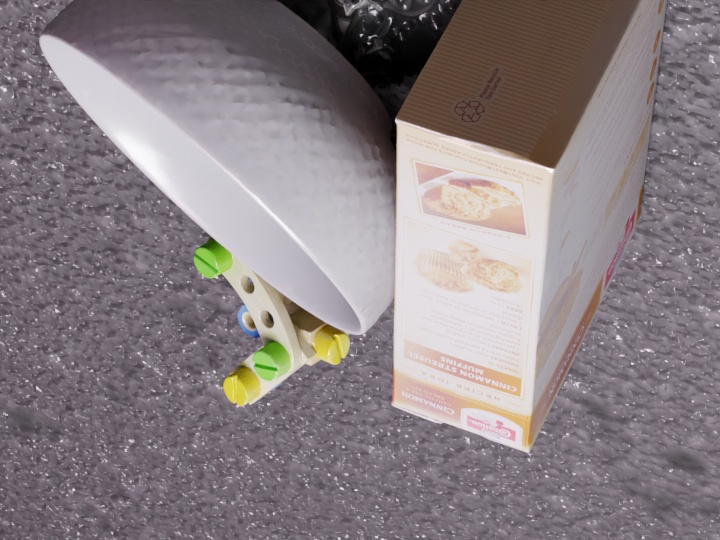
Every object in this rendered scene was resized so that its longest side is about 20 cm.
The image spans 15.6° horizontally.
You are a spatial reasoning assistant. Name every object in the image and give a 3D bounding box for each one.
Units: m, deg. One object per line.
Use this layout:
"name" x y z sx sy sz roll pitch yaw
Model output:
"toy construction set" 0.000 0.000 1.337 0.199 0.092 0.132 -8 107 31
"golf shoe" 0.015 -0.146 1.173 0.077 0.095 0.200 -13 163 -2
"coffeecake box" 0.075 -0.042 1.174 0.073 0.154 0.200 18 144 14
"cereal bowl" -0.047 -0.066 1.199 0.200 0.083 0.200 41 170 9
